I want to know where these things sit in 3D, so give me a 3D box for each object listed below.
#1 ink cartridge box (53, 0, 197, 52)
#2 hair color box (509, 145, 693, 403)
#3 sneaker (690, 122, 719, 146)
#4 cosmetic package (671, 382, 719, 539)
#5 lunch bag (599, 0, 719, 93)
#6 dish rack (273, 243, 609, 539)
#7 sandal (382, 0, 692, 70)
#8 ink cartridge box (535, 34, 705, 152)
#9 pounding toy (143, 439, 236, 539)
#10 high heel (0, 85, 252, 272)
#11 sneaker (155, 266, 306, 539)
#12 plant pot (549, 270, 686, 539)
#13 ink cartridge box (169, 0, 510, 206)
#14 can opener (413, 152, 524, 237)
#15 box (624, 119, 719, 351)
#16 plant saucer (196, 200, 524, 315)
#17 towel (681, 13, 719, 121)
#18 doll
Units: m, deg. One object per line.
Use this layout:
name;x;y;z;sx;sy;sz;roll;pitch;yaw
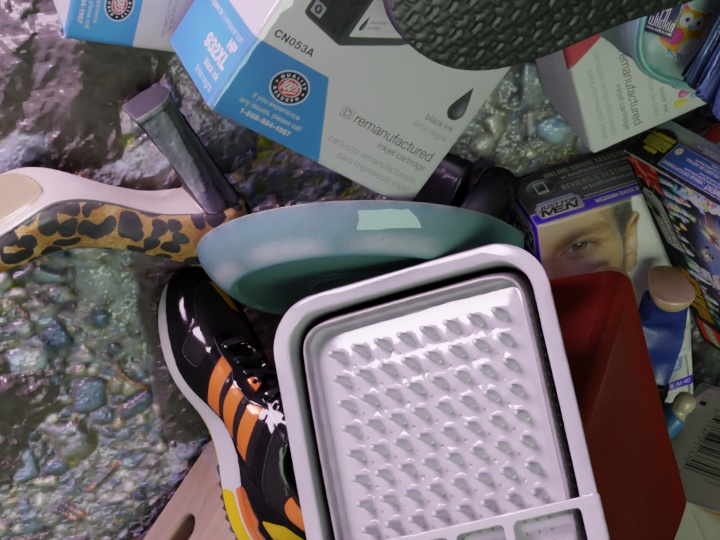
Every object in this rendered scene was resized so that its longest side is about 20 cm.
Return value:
ink cartridge box;-0.063;-0.183;0.835;0.199;0.068;0.116;4;122;-24
hair color box;0.174;0.017;1.064;0.109;0.065;0.201;-17;126;-6
sneaker;0.271;-0.042;1.062;0.071;0.113;0.200;-35;159;-5
cosmetic package;0.294;0.191;1.136;0.103;0.087;0.200;-53;137;-22
lunch bag;0.236;-0.177;0.835;0.199;0.077;0.161;8;118;-22
dish rack;0.046;0.098;0.835;0.171;0.201;0.044;-16;166;20
sandal;0.097;-0.150;0.746;0.200;0.048;0.076;-14;125;-21
ink cartridge box;0.203;-0.184;0.920;0.199;0.086;0.148;-23;127;-1
pounding toy;-0.105;0.238;1.092;0.184;0.142;0.200;30;99;-34
high heel;-0.165;-0.007;0.922;0.200;0.071;0.143;-32;127;-2
sneaker;-0.060;0.084;0.960;0.090;0.201;0.070;-22;177;41
plant pot;0.087;0.140;0.952;0.199;0.176;0.201;-9;117;21
ink cartridge box;0.018;-0.155;0.789;0.145;0.084;0.200;25;110;-34
can opener;0.055;0.010;1.029;0.063;0.079;0.201;-28;145;-50
box;0.254;0.005;0.960;0.040;0.137;0.200;-40;131;-8
plant saucer;0.000;0.000;0.904;0.199;0.028;0.200;0;164;0
towel;0.257;-0.163;0.776;0.111;0.049;0.201;14;110;-22
doll;0.174;0.088;1.044;0.136;0.049;0.201;-1;127;-7
